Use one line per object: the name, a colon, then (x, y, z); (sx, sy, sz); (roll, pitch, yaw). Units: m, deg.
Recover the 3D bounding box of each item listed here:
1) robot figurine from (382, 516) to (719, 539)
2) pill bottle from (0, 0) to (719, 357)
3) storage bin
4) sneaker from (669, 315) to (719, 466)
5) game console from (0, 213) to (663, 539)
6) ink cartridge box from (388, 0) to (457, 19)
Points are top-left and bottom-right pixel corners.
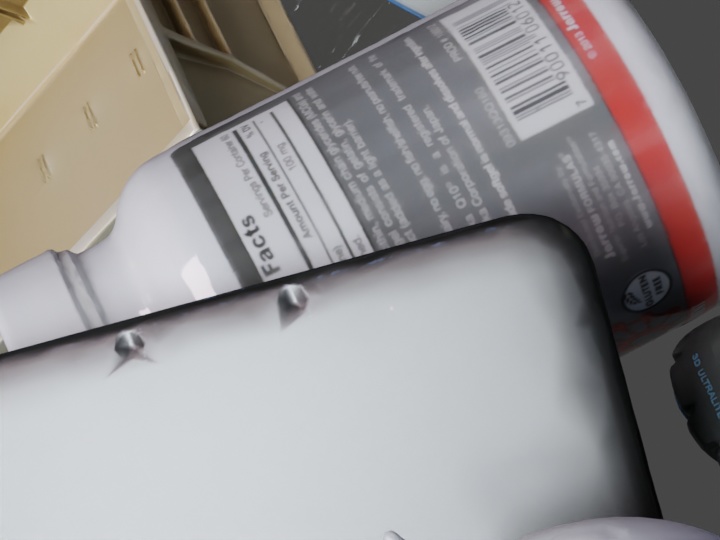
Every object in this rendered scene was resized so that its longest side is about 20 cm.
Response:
robot figurine: (0.069, 0.137, 0.608); (0.113, 0.170, 0.200); (-44, 50, 22)
pill bottle: (0.000, 0.000, 0.802); (0.200, 0.116, 0.116); (-27, 52, -4)
storage bin: (-0.120, -0.043, 1.010); (0.200, 0.094, 0.199); (-46, 50, 25)
sneaker: (0.151, 0.068, 0.719); (0.082, 0.073, 0.200); (-46, 50, 24)
game console: (-0.008, 0.096, 0.758); (0.200, 0.176, 0.116); (-15, 57, 11)
ink cartridge box: (0.024, -0.172, 0.903); (0.116, 0.067, 0.200); (-54, 34, 18)
